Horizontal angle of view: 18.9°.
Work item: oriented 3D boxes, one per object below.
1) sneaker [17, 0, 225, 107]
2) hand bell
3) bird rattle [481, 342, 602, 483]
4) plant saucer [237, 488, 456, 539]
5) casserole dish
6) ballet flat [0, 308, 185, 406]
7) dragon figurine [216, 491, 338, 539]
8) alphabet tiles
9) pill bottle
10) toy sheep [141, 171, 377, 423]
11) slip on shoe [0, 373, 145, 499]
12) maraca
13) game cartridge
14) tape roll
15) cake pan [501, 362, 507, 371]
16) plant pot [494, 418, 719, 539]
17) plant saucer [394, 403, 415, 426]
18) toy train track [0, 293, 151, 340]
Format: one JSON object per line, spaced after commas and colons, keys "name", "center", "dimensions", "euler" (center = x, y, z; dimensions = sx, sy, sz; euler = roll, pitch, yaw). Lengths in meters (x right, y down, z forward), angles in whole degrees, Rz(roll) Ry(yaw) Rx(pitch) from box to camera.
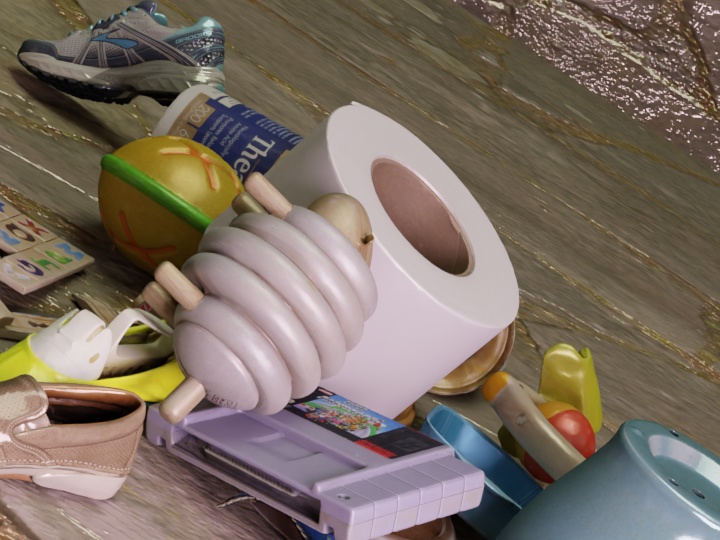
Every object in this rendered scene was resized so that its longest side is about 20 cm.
{"name": "sneaker", "center": [-0.208, -0.195, 1.928], "dimensions": [0.198, 0.087, 0.078], "euler": [8, -9, 16]}
{"name": "hand bell", "center": [0.057, 0.028, 1.812], "dimensions": [0.104, 0.105, 0.200], "euler": [29, 6, -14]}
{"name": "bird rattle", "center": [0.165, 0.153, 1.726], "dimensions": [0.163, 0.112, 0.201], "euler": [31, 24, -49]}
{"name": "plant saucer", "center": [-0.008, 0.154, 1.522], "dimensions": [0.199, 0.032, 0.200], "euler": [30, 16, -9]}
{"name": "casserole dish", "center": [0.088, 0.157, 1.622], "dimensions": [0.121, 0.039, 0.200], "euler": [41, 5, 4]}
{"name": "ballet flat", "center": [-0.174, 0.056, 1.413], "dimensions": [0.067, 0.067, 0.199], "euler": [40, 20, 25]}
{"name": "dragon figurine", "center": [-0.007, 0.195, 1.358], "dimensions": [0.199, 0.059, 0.099], "euler": [36, 16, 5]}
{"name": "alphabet tiles", "center": [-0.298, -0.048, 1.561], "dimensions": [0.199, 0.008, 0.167], "euler": [32, 11, 4]}
{"name": "pill bottle", "center": [-0.078, -0.065, 1.823], "dimensions": [0.199, 0.112, 0.111], "euler": [29, 15, 15]}
{"name": "toy sheep", "center": [-0.065, 0.024, 1.420], "dimensions": [0.138, 0.200, 0.138], "euler": [39, -19, 16]}
{"name": "slip on shoe", "center": [-0.210, 0.088, 1.279], "dimensions": [0.199, 0.061, 0.076], "euler": [18, 22, -42]}
{"name": "maraca", "center": [-0.145, -0.046, 1.710], "dimensions": [0.137, 0.107, 0.200], "euler": [37, -3, 4]}
{"name": "game cartridge", "center": [-0.030, 0.118, 1.416], "dimensions": [0.129, 0.039, 0.199], "euler": [-15, 27, -42]}
{"name": "tape roll", "center": [0.000, 0.000, 1.586], "dimensions": [0.202, 0.139, 0.203], "euler": [39, 26, -23]}
{"name": "cake pan", "center": [0.037, 0.041, 1.906], "dimensions": [0.199, 0.037, 0.201], "euler": [30, 17, -10]}
{"name": "plant pot", "center": [0.179, 0.211, 1.433], "dimensions": [0.199, 0.189, 0.200], "euler": [30, 17, -10]}
{"name": "plant saucer", "center": [-0.037, 0.059, 1.722], "dimensions": [0.199, 0.038, 0.200], "euler": [30, 16, -10]}
{"name": "toy train track", "center": [-0.189, 0.036, 1.513], "dimensions": [0.199, 0.033, 0.115], "euler": [11, 28, -50]}
